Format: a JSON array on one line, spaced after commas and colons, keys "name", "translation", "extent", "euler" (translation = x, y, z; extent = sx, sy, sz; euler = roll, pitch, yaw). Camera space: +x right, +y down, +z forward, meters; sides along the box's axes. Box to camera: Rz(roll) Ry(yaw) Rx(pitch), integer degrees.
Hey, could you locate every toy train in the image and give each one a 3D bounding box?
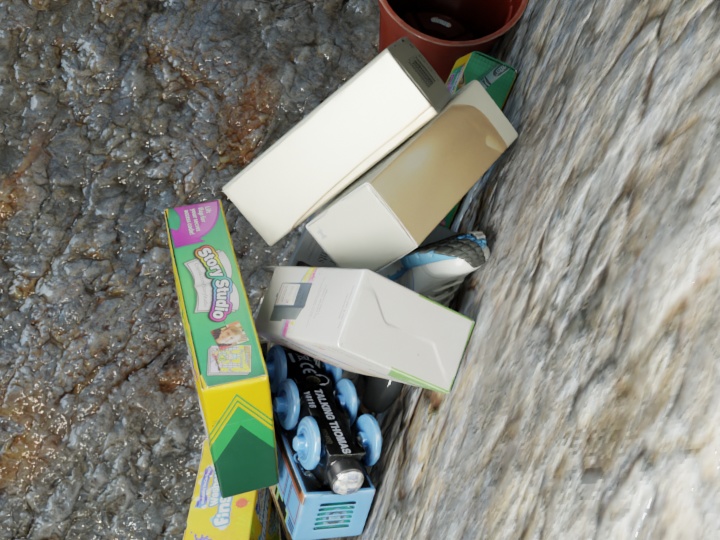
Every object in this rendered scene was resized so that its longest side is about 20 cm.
[{"name": "toy train", "translation": [-0.047, 0.152, 0.868], "extent": [0.200, 0.086, 0.115], "euler": [-123, 43, -52]}]

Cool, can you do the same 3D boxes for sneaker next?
[{"name": "sneaker", "translation": [0.063, 0.020, 0.853], "extent": [0.200, 0.075, 0.087], "euler": [-24, 83, 65]}]

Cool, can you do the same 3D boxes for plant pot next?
[{"name": "plant pot", "translation": [0.106, -0.338, 1.243], "extent": [0.195, 0.200, 0.201], "euler": [106, -175, -72]}]

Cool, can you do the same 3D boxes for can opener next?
[{"name": "can opener", "translation": [-0.012, 0.162, 0.940], "extent": [0.053, 0.066, 0.201], "euler": [5, -73, -51]}]

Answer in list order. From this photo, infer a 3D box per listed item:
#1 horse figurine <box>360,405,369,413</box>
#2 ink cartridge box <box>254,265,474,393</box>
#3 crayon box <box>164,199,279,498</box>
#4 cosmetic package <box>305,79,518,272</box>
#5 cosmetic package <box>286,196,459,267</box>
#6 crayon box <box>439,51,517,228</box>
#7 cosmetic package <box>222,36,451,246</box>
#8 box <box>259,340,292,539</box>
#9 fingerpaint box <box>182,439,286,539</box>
[{"name": "horse figurine", "translation": [-0.030, 0.168, 1.088], "extent": [0.200, 0.050, 0.133], "euler": [132, 146, -49]}, {"name": "ink cartridge box", "translation": [-0.012, 0.047, 0.800], "extent": [0.200, 0.117, 0.068], "euler": [2, 70, 60]}, {"name": "crayon box", "translation": [-0.124, 0.069, 0.822], "extent": [0.173, 0.058, 0.200], "euler": [90, 163, -49]}, {"name": "cosmetic package", "translation": [0.051, -0.084, 0.852], "extent": [0.105, 0.071, 0.200], "euler": [-30, 13, 51]}, {"name": "cosmetic package", "translation": [0.000, 0.000, 1.019], "extent": [0.200, 0.150, 0.052], "euler": [120, 169, -53]}, {"name": "crayon box", "translation": [0.106, -0.149, 1.079], "extent": [0.119, 0.058, 0.201], "euler": [-109, 42, -81]}, {"name": "cosmetic package", "translation": [-0.020, -0.118, 0.844], "extent": [0.200, 0.073, 0.104], "euler": [-37, 8, 23]}, {"name": "box", "translation": [-0.091, 0.202, 1.048], "extent": [0.200, 0.021, 0.164], "euler": [81, 179, -46]}, {"name": "fingerpaint box", "translation": [-0.129, 0.306, 0.976], "extent": [0.200, 0.073, 0.167], "euler": [-87, -9, -54]}]
